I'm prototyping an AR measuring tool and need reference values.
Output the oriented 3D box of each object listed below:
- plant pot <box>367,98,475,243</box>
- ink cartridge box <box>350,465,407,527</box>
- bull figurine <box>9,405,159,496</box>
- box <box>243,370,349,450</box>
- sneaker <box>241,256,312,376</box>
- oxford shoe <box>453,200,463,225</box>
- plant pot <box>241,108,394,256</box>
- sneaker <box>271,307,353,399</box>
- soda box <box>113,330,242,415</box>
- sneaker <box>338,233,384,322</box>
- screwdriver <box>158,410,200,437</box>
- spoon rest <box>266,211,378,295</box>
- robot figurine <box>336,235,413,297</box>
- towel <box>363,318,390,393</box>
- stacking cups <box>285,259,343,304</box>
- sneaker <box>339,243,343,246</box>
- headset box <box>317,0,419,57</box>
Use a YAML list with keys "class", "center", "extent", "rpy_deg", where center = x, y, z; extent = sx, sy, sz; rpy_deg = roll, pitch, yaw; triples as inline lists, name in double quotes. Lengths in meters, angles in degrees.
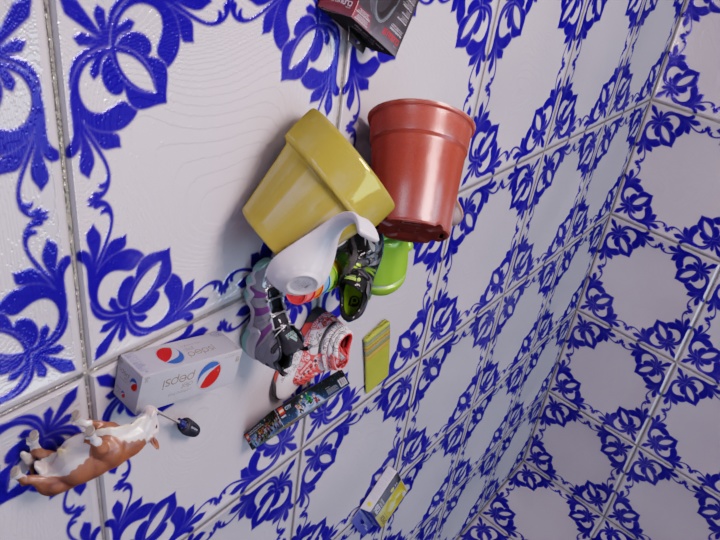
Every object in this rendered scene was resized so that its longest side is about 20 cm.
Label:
- class: "plant pot"
  center: [0.095, -0.163, 1.154]
  extent: [0.200, 0.195, 0.202]
  rpy_deg: [28, 67, -60]
- class: "ink cartridge box"
  center: [0.063, 0.732, 2.056]
  extent: [0.202, 0.046, 0.200]
  rpy_deg: [-53, 150, -20]
- class: "bull figurine"
  center: [-0.373, 0.244, 0.904]
  extent: [0.196, 0.066, 0.122]
  rpy_deg: [-31, 142, -2]
- class: "box"
  center: [-0.127, 0.279, 1.330]
  extent: [0.198, 0.038, 0.136]
  rpy_deg: [-24, 166, -47]
- class: "sneaker"
  center: [-0.133, 0.088, 1.125]
  extent: [0.077, 0.138, 0.205]
  rpy_deg: [-27, 136, -42]
- class: "oxford shoe"
  center: [0.145, -0.150, 1.328]
  extent: [0.071, 0.073, 0.199]
  rpy_deg: [-43, 119, 13]
- class: "plant pot"
  center: [-0.075, -0.109, 1.022]
  extent: [0.189, 0.201, 0.201]
  rpy_deg: [-43, 149, 1]
- class: "sneaker"
  center: [-0.092, 0.185, 1.302]
  extent: [0.205, 0.106, 0.067]
  rpy_deg: [-60, 150, -2]
- class: "soda box"
  center: [-0.281, 0.155, 1.030]
  extent: [0.197, 0.063, 0.070]
  rpy_deg: [-10, 124, -53]
- class: "sneaker"
  center: [0.000, 0.000, 1.212]
  extent: [0.083, 0.068, 0.206]
  rpy_deg: [-64, 165, -77]
- class: "screwdriver"
  center: [-0.299, 0.241, 1.070]
  extent: [0.029, 0.028, 0.201]
  rpy_deg: [-45, 159, -18]
- class: "spoon rest"
  center: [-0.057, -0.024, 0.955]
  extent: [0.198, 0.062, 0.098]
  rpy_deg: [-33, 140, 33]
- class: "robot figurine"
  center: [0.040, -0.036, 1.319]
  extent: [0.174, 0.114, 0.204]
  rpy_deg: [-37, 142, -34]
- class: "towel"
  center: [0.038, 0.214, 1.623]
  extent: [0.085, 0.018, 0.204]
  rpy_deg: [-34, 141, -31]
- class: "stacking cups"
  center: [-0.086, 0.019, 1.165]
  extent: [0.062, 0.059, 0.200]
  rpy_deg: [-68, 168, 14]
- class: "sneaker"
  center: [-0.078, -0.063, 1.139]
  extent: [0.201, 0.075, 0.084]
  rpy_deg: [-56, 157, -53]
- class: "headset box"
  center: [0.028, -0.441, 1.008]
  extent: [0.148, 0.076, 0.205]
  rpy_deg: [14, 101, -59]
